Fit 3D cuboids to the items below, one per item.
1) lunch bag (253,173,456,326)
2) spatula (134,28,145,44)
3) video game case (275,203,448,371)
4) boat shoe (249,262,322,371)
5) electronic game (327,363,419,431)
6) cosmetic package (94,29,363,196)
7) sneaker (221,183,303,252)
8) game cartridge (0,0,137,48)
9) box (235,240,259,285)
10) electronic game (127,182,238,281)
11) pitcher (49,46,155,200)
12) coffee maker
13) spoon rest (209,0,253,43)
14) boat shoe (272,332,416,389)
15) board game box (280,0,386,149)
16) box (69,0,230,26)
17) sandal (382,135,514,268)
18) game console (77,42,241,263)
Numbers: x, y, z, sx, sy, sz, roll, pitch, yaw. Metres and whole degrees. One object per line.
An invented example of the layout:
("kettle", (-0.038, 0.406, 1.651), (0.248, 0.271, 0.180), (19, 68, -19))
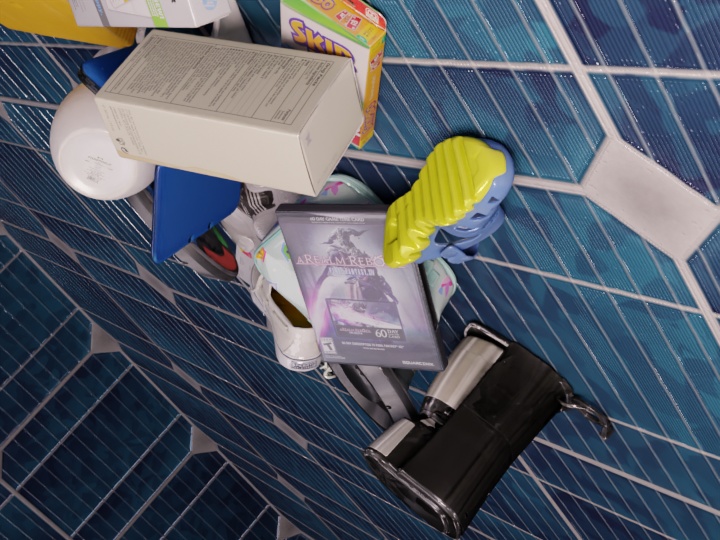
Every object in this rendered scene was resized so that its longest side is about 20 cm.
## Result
("lunch bag", (0.000, 0.000, 1.214), (0.200, 0.077, 0.160), (41, 134, -9))
("spatula", (-0.239, -0.258, 1.247), (0.056, 0.021, 0.200), (37, 162, 7))
("video game case", (0.003, 0.019, 1.161), (0.143, 0.019, 0.200), (2, 128, 26))
("boat shoe", (-0.086, 0.023, 1.330), (0.202, 0.074, 0.086), (-110, 24, -53))
("electronic game", (0.006, 0.122, 1.370), (0.200, 0.042, 0.200), (48, 166, 17))
("cosmetic package", (-0.110, -0.137, 0.963), (0.200, 0.104, 0.073), (14, 143, 23))
("sneaker", (-0.108, -0.059, 1.365), (0.200, 0.075, 0.115), (38, 164, 25))
("game cartridge", (-0.345, -0.284, 1.153), (0.176, 0.033, 0.200), (13, 175, 21))
("box", (-0.086, 0.028, 1.568), (0.200, 0.041, 0.156), (38, 161, 7))
("electronic game", (-0.214, -0.067, 1.337), (0.200, 0.042, 0.200), (49, -175, -6))
("pitcher", (-0.235, -0.151, 1.219), (0.171, 0.200, 0.121), (18, 121, -8))
("coffee maker", (0.131, 0.184, 1.232), (0.192, 0.200, 0.135), (23, 155, 44))
("spoon rest", (-0.136, -0.209, 1.061), (0.061, 0.099, 0.200), (4, 130, 33))
("boat shoe", (-0.023, 0.113, 1.487), (0.200, 0.062, 0.073), (16, 160, -5))
("board game box", (-0.026, -0.184, 0.985), (0.095, 0.030, 0.200), (37, 159, 11))
("box", (-0.202, -0.287, 0.965), (0.200, 0.041, 0.156), (14, 127, 46))
("sandal", (0.089, -0.057, 0.994), (0.087, 0.080, 0.200), (7, 161, -17))
("game console", (-0.196, -0.129, 1.143), (0.171, 0.118, 0.200), (42, -153, 1))
